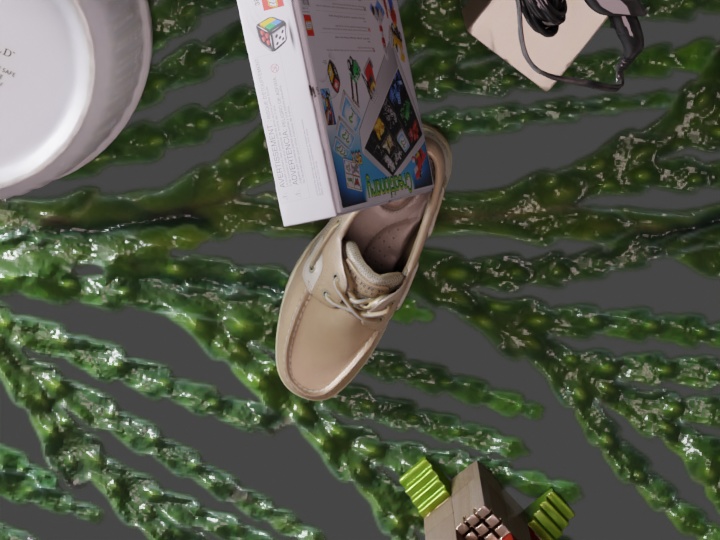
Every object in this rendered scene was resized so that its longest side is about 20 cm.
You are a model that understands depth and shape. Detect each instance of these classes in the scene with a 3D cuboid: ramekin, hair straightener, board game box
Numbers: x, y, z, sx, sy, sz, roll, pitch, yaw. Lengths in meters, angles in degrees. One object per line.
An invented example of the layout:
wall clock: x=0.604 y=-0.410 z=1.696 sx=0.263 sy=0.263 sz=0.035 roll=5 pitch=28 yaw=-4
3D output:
ramekin: x=-0.230 y=-0.136 z=1.115 sx=0.200 sy=0.105 sz=0.201 roll=0 pitch=108 yaw=0
hair straightener: x=0.082 y=-0.174 z=0.934 sx=0.077 sy=0.041 sz=0.200 roll=-26 pitch=109 yaw=7
board game box: x=-0.009 y=-0.097 z=1.031 sx=0.035 sy=0.200 sz=0.126 roll=-10 pitch=93 yaw=17

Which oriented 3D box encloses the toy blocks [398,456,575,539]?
toy blocks: x=0.110 y=0.218 z=1.208 sx=0.100 sy=0.137 sz=0.200 roll=-41 pitch=103 yaw=12

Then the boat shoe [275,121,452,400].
boat shoe: x=0.000 y=0.000 z=1.177 sx=0.072 sy=0.065 sz=0.200 roll=26 pitch=106 yaw=-8

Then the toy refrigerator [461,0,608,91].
toy refrigerator: x=0.150 y=-0.208 z=1.106 sx=0.070 sy=0.076 sz=0.200 roll=36 pitch=104 yaw=-10
